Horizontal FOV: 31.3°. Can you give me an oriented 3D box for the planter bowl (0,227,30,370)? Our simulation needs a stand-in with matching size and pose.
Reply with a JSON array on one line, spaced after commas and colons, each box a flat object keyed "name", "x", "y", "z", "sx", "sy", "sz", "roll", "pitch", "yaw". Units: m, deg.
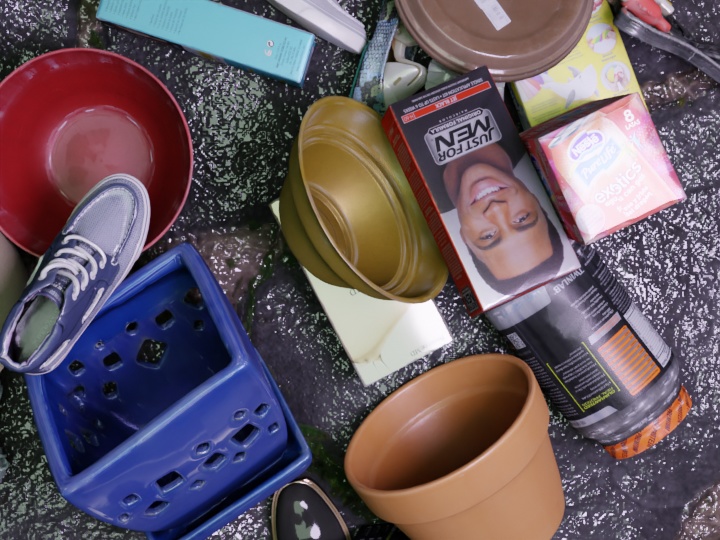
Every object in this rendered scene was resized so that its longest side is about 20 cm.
[{"name": "planter bowl", "x": -0.383, "y": 0.033, "z": 1.191, "sx": 0.135, "sy": 0.200, "sz": 0.200, "roll": 35, "pitch": 92, "yaw": -22}]

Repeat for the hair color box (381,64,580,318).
[{"name": "hair color box", "x": 0.106, "y": -0.070, "z": 1.148, "sx": 0.101, "sy": 0.061, "sz": 0.200, "roll": -24, "pitch": 85, "yaw": -10}]

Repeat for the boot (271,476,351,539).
[{"name": "boot", "x": -0.039, "y": 0.308, "z": 1.236, "sx": 0.077, "sy": 0.138, "sz": 0.200, "roll": -17, "pitch": 92, "yaw": 1}]

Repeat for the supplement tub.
[{"name": "supplement tub", "x": 0.221, "y": 0.075, "z": 1.239, "sx": 0.122, "sy": 0.123, "sz": 0.200, "roll": -37, "pitch": 94, "yaw": 1}]

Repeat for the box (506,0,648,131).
[{"name": "box", "x": 0.201, "y": -0.196, "z": 1.259, "sx": 0.117, "sy": 0.048, "sz": 0.200, "roll": -21, "pitch": 97, "yaw": 0}]

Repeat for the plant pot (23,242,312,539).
[{"name": "plant pot", "x": -0.169, "y": 0.130, "z": 1.182, "sx": 0.200, "sy": 0.200, "sz": 0.180, "roll": -35, "pitch": 131, "yaw": 0}]

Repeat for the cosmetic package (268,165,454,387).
[{"name": "cosmetic package", "x": 0.000, "y": 0.000, "z": 1.252, "sx": 0.103, "sy": 0.073, "sz": 0.200, "roll": -29, "pitch": 93, "yaw": -1}]

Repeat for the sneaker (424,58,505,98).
[{"name": "sneaker", "x": 0.106, "y": -0.142, "z": 1.244, "sx": 0.076, "sy": 0.080, "sz": 0.200, "roll": 3, "pitch": 91, "yaw": 14}]

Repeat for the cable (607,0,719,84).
[{"name": "cable", "x": 0.310, "y": -0.227, "z": 1.226, "sx": 0.200, "sy": 0.097, "sz": 0.050, "roll": 30, "pitch": 123, "yaw": -11}]

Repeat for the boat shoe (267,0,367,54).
[{"name": "boat shoe", "x": -0.067, "y": -0.287, "z": 1.237, "sx": 0.200, "sy": 0.072, "sz": 0.069, "roll": 37, "pitch": 92, "yaw": 5}]

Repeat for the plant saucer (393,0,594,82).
[{"name": "plant saucer", "x": 0.127, "y": -0.276, "z": 1.202, "sx": 0.200, "sy": 0.029, "sz": 0.200, "roll": 1, "pitch": 82, "yaw": -9}]

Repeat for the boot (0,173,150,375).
[{"name": "boot", "x": -0.246, "y": 0.003, "z": 1.118, "sx": 0.073, "sy": 0.090, "sz": 0.200, "roll": 27, "pitch": 85, "yaw": -4}]

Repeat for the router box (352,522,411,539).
[{"name": "router box", "x": 0.023, "y": 0.336, "z": 1.207, "sx": 0.062, "sy": 0.200, "sz": 0.150, "roll": -7, "pitch": 94, "yaw": 11}]

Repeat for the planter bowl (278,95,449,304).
[{"name": "planter bowl", "x": -0.013, "y": -0.048, "z": 1.149, "sx": 0.083, "sy": 0.200, "sz": 0.201, "roll": -28, "pitch": 95, "yaw": 34}]

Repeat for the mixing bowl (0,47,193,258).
[{"name": "mixing bowl", "x": -0.253, "y": -0.106, "z": 1.217, "sx": 0.200, "sy": 0.108, "sz": 0.201, "roll": 0, "pitch": 95, "yaw": -2}]

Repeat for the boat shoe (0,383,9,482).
[{"name": "boat shoe", "x": -0.386, "y": 0.193, "z": 1.260, "sx": 0.071, "sy": 0.070, "sz": 0.201, "roll": 24, "pitch": 88, "yaw": -27}]

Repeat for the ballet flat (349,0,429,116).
[{"name": "ballet flat", "x": 0.042, "y": -0.215, "z": 1.235, "sx": 0.074, "sy": 0.074, "sz": 0.200, "roll": 15, "pitch": 95, "yaw": -3}]

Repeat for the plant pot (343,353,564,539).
[{"name": "plant pot", "x": 0.103, "y": 0.193, "z": 1.220, "sx": 0.200, "sy": 0.200, "sz": 0.140, "roll": -31, "pitch": 112, "yaw": 0}]

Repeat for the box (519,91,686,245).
[{"name": "box", "x": 0.206, "y": -0.093, "z": 1.145, "sx": 0.095, "sy": 0.200, "sz": 0.103, "roll": -25, "pitch": 94, "yaw": 3}]

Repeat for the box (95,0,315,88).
[{"name": "box", "x": -0.144, "y": -0.229, "z": 1.226, "sx": 0.200, "sy": 0.082, "sz": 0.049, "roll": 17, "pitch": 94, "yaw": -3}]
